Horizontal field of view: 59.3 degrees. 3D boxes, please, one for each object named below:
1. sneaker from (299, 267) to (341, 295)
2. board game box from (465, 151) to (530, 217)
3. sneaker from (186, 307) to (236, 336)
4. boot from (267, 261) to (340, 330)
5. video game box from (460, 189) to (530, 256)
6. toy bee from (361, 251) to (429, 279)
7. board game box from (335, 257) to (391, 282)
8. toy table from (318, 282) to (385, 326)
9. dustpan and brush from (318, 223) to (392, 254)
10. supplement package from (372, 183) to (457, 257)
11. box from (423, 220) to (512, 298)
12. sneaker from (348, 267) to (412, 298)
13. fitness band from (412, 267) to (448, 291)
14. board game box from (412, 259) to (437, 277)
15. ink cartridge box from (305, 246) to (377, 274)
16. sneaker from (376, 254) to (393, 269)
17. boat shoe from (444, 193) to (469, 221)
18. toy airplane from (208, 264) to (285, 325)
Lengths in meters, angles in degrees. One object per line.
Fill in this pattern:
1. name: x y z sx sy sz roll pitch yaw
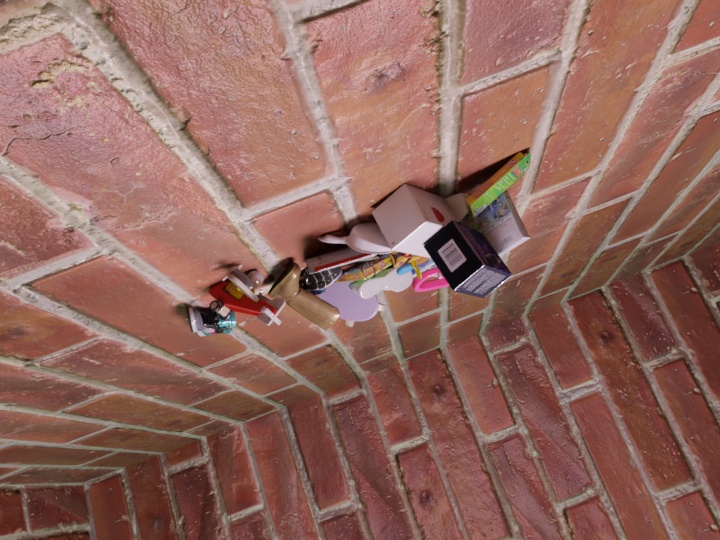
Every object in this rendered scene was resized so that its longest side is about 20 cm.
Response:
1. sneaker: -0.126 0.027 1.828 0.199 0.079 0.089 -27 172 35
2. board game box: 0.355 -0.223 1.617 0.200 0.030 0.096 -39 159 2
3. sneaker: -0.417 0.140 1.793 0.120 0.084 0.200 -13 168 -5
4. boot: -0.140 0.072 1.757 0.199 0.066 0.175 32 145 -12
5. video game box: 0.337 -0.118 1.719 0.047 0.183 0.200 -4 155 -48
6. toy bee: 0.118 -0.030 1.660 0.200 0.131 0.109 -41 177 -37
7. board game box: 0.000 0.000 1.789 0.095 0.030 0.200 -29 -173 -25
8. toy table: -0.021 0.087 1.939 0.185 0.199 0.117 -60 160 8
9. dustpan and brush: -0.008 -0.082 1.620 0.198 0.140 0.058 12 119 -2
10. supplement package: 0.148 -0.121 1.597 0.120 0.122 0.199 -39 155 27
11. box: 0.273 -0.025 1.593 0.104 0.149 0.199 -42 154 22
12. sneaker: 0.057 0.026 1.829 0.199 0.076 0.088 -12 -163 -32
13. fitness band: 0.257 0.024 1.978 0.199 0.038 0.144 -9 161 -26
14. board game box: 0.275 -0.040 1.937 0.199 0.044 0.199 -1 156 -45
15. ink cartridge box: -0.055 -0.035 1.660 0.161 0.051 0.200 -16 178 -12
16. sneaker: 0.080 -0.057 1.819 0.084 0.075 0.200 0 156 -5
17. boat shoe: 0.225 -0.143 1.717 0.201 0.072 0.060 -41 175 29
18. toy airplane: -0.282 0.067 1.655 0.198 0.142 0.200 26 156 -20
